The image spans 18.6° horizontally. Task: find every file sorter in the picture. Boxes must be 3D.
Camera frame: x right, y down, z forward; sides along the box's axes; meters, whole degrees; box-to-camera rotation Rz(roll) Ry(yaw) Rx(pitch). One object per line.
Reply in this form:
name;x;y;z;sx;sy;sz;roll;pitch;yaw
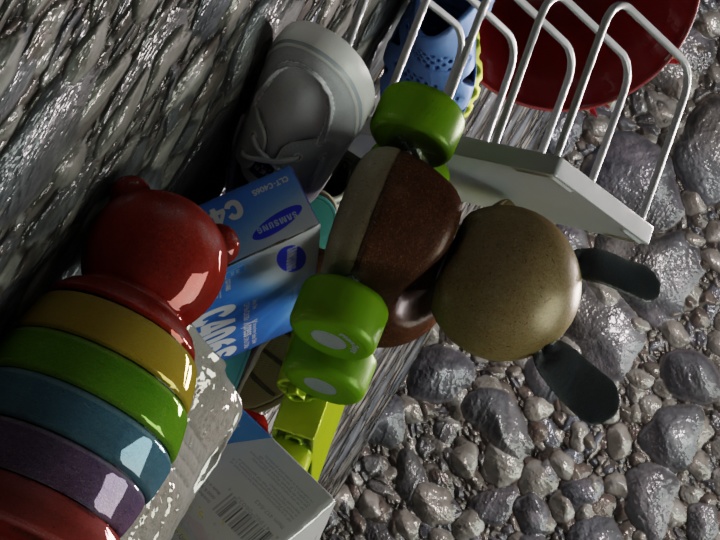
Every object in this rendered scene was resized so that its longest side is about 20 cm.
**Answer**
file sorter;0.095;-0.113;1.443;0.139;0.199;0.125;30;77;-53

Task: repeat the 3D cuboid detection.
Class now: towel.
towel;-0.131;0.090;1.251;0.133;0.034;0.200;-61;152;-17

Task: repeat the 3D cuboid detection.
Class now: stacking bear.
stacking bear;-0.130;0.051;1.102;0.114;0.121;0.201;123;-9;-67

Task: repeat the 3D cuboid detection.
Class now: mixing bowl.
mixing bowl;0.154;-0.235;1.685;0.201;0.199;0.109;-62;-160;25

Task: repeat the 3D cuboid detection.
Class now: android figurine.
android figurine;-0.032;0.082;1.556;0.182;0.041;0.201;94;13;-65

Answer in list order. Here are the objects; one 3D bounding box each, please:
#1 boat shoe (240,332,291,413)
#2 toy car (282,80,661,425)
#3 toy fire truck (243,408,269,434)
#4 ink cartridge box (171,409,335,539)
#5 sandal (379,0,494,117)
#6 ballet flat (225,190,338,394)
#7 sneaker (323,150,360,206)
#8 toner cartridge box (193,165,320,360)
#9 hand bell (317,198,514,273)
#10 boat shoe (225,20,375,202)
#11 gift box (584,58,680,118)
boat shoe;-0.043;0.031;1.745;0.200;0.075;0.068;-51;-177;6
toy car;0.075;0.011;1.318;0.158;0.199;0.165;102;10;-68
toy fire truck;-0.102;0.173;1.692;0.200;0.128;0.177;-67;172;-64
ink cartridge box;-0.138;0.188;1.391;0.200;0.129;0.125;-37;162;-32
sandal;0.056;-0.177;1.587;0.087;0.079;0.201;-41;149;-63
ballet flat;-0.086;0.027;1.525;0.201;0.069;0.069;-56;173;-10
sneaker;0.001;-0.072;1.634;0.200;0.073;0.116;-50;172;-48
toner cartridge box;-0.077;0.005;1.345;0.095;0.043;0.200;-25;166;-10
hand bell;0.000;0.000;1.458;0.104;0.199;0.105;3;90;-72
boat shoe;-0.047;-0.078;1.323;0.069;0.072;0.200;-57;-178;-26
gift box;0.201;-0.249;1.837;0.185;0.199;0.187;-43;165;-50
